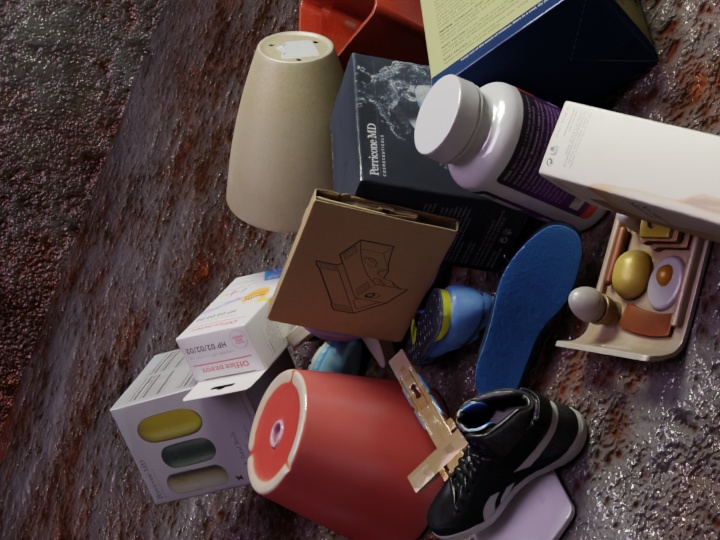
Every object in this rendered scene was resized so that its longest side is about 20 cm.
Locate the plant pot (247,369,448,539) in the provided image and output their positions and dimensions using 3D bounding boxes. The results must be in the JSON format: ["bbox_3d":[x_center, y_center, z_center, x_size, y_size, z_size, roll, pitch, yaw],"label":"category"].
[{"bbox_3d":[-0.022,0.204,1.474,0.200,0.175,0.203,-44,36,45],"label":"plant pot"}]

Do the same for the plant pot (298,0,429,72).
[{"bbox_3d":[0.040,-0.314,1.703,0.200,0.174,0.202,-44,35,44],"label":"plant pot"}]

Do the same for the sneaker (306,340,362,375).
[{"bbox_3d":[-0.024,0.181,1.643,0.089,0.078,0.203,5,80,45],"label":"sneaker"}]

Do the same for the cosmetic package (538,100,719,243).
[{"bbox_3d":[0.262,-0.078,1.101,0.199,0.104,0.072,22,91,46],"label":"cosmetic package"}]

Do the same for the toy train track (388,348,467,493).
[{"bbox_3d":[0.085,0.165,1.396,0.115,0.032,0.201,-44,47,15],"label":"toy train track"}]

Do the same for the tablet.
[{"bbox_3d":[0.146,0.224,1.309,0.131,0.013,0.201,-61,26,22],"label":"tablet"}]

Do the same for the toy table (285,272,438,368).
[{"bbox_3d":[-0.001,0.023,1.575,0.186,0.198,0.117,65,160,11],"label":"toy table"}]

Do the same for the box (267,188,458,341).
[{"bbox_3d":[0.000,0.000,1.414,0.201,0.161,0.021,115,161,-45],"label":"box"}]

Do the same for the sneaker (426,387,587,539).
[{"bbox_3d":[0.111,0.178,1.253,0.200,0.111,0.074,-42,37,24],"label":"sneaker"}]

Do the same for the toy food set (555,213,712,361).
[{"bbox_3d":[0.252,-0.018,1.202,0.143,0.060,0.203,4,77,64],"label":"toy food set"}]

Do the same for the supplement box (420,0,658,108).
[{"bbox_3d":[0.181,-0.272,1.377,0.199,0.134,0.202,-32,43,27],"label":"supplement box"}]

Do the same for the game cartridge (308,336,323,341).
[{"bbox_3d":[-0.043,0.042,1.728,0.130,0.038,0.199,-50,18,-22],"label":"game cartridge"}]

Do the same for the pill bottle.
[{"bbox_3d":[0.157,-0.121,1.304,0.111,0.198,0.113,-42,37,44],"label":"pill bottle"}]

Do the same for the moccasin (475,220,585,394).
[{"bbox_3d":[0.164,0.034,1.321,0.202,0.080,0.068,-63,-6,22],"label":"moccasin"}]

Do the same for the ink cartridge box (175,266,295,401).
[{"bbox_3d":[-0.146,0.075,1.616,0.114,0.069,0.200,-13,22,32],"label":"ink cartridge box"}]

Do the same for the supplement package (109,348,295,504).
[{"bbox_3d":[-0.190,0.189,1.710,0.197,0.154,0.151,-16,19,23],"label":"supplement package"}]

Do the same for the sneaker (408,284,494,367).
[{"bbox_3d":[0.103,0.066,1.466,0.200,0.077,0.067,125,142,-70],"label":"sneaker"}]

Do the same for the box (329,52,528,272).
[{"bbox_3d":[0.073,-0.120,1.450,0.118,0.197,0.199,113,160,-49],"label":"box"}]

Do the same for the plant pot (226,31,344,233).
[{"bbox_3d":[-0.076,-0.181,1.592,0.188,0.184,0.203,-113,20,-55],"label":"plant pot"}]
